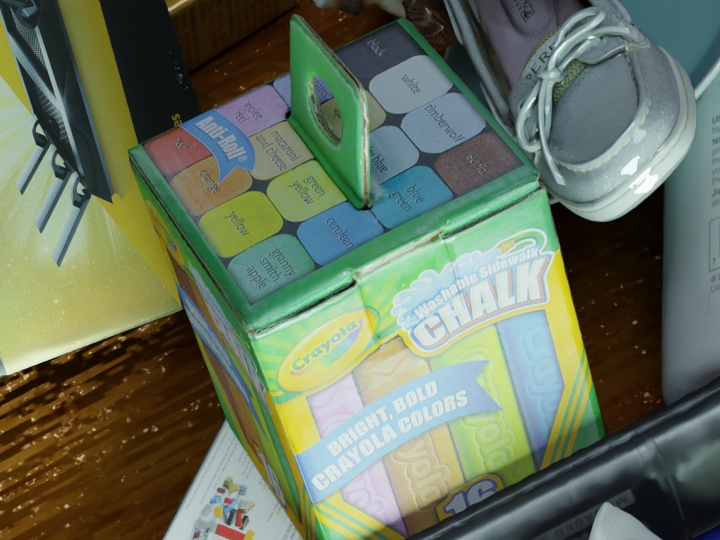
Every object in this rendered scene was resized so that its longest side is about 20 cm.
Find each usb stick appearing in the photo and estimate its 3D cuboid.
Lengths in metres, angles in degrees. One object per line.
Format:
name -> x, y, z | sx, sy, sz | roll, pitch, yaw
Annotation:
usb stick -> 0.074, 0.099, 0.982 | 0.199, 0.056, 0.033 | -26, 25, -10

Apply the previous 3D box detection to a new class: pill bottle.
pill bottle -> 0.183, -0.034, 1.088 | 0.114, 0.114, 0.201 | 2, 63, 3

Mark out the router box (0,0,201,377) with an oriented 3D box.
router box -> -0.150, -0.063, 1.085 | 0.157, 0.052, 0.201 | -21, 100, -15

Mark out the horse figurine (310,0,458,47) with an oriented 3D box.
horse figurine -> 0.007, -0.170, 1.179 | 0.050, 0.132, 0.201 | -38, 59, 32

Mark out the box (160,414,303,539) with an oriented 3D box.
box -> -0.022, 0.116, 1.066 | 0.110, 0.035, 0.200 | 22, 66, 13

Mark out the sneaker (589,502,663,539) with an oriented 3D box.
sneaker -> 0.151, 0.130, 0.938 | 0.200, 0.081, 0.147 | -33, 82, -14

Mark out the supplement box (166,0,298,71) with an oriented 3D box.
supplement box -> -0.124, -0.105, 1.164 | 0.200, 0.069, 0.067 | -33, 68, -12

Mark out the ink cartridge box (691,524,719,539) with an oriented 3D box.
ink cartridge box -> 0.111, 0.161, 1.018 | 0.136, 0.076, 0.201 | 14, 63, 9

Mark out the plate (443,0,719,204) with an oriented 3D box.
plate -> 0.109, -0.107, 1.118 | 0.026, 0.200, 0.201 | 34, 61, -30

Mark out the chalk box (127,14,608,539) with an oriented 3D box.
chalk box -> 0.000, 0.000, 0.976 | 0.123, 0.200, 0.125 | -27, 42, -9

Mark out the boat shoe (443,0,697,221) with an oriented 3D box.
boat shoe -> 0.076, -0.089, 1.058 | 0.074, 0.065, 0.202 | -45, 32, 17
